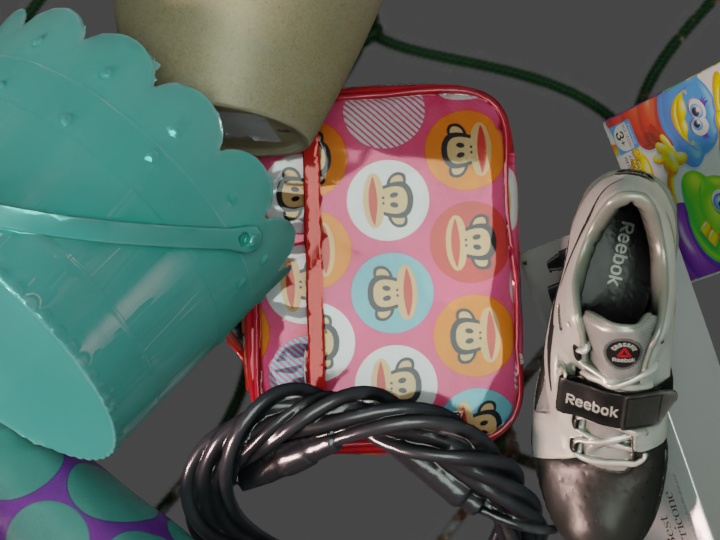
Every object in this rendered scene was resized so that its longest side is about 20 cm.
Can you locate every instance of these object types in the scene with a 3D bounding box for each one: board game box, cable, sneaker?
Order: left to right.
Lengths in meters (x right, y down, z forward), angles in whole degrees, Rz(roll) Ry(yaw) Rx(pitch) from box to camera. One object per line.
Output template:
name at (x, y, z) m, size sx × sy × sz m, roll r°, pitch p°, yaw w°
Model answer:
cable at (0.006, 0.123, 1.065) m, size 0.198 × 0.051 × 0.164 m, roll 1°, pitch 127°, yaw 2°
sneaker at (0.123, 0.049, 1.011) m, size 0.073 × 0.088 × 0.202 m, roll 3°, pitch 93°, yaw 7°
board game box at (0.234, -0.072, 1.038) m, size 0.104 × 0.200 × 0.104 m, roll -21°, pitch 88°, yaw -29°

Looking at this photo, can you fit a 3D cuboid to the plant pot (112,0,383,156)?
plant pot at (-0.056, -0.168, 1.034) m, size 0.185 × 0.187 × 0.202 m, roll 8°, pitch 78°, yaw -2°

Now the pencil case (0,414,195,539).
pencil case at (-0.128, 0.152, 1.038) m, size 0.199 × 0.092 × 0.086 m, roll 34°, pitch 109°, yaw 26°

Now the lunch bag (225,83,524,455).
lunch bag at (0.000, 0.000, 1.101) m, size 0.174 × 0.082 × 0.202 m, roll -2°, pitch 87°, yaw 2°

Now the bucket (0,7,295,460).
bucket at (-0.150, -0.015, 0.999) m, size 0.207 × 0.207 × 0.135 m, roll 39°, pitch 63°, yaw 0°

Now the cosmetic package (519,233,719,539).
cosmetic package at (0.156, 0.072, 1.094) m, size 0.050 × 0.082 × 0.202 m, roll -18°, pitch 87°, yaw -32°
